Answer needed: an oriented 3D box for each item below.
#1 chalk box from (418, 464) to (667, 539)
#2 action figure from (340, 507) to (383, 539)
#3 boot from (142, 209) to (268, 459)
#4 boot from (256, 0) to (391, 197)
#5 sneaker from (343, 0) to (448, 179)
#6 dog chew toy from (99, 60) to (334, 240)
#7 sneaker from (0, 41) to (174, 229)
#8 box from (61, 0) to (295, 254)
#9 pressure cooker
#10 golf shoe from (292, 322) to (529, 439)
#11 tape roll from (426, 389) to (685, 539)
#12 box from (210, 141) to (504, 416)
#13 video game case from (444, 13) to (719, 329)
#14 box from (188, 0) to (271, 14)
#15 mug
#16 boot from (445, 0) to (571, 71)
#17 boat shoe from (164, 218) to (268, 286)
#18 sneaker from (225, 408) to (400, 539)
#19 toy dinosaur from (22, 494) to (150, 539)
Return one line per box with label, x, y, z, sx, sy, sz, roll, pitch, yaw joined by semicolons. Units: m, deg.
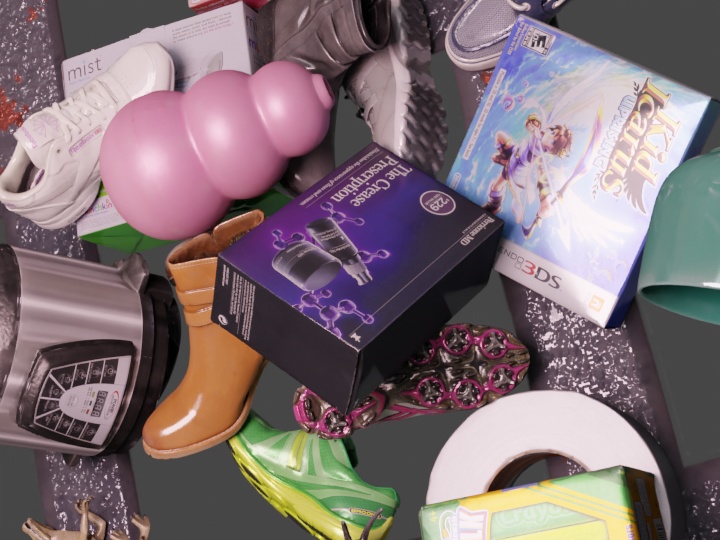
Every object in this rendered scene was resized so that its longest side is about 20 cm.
chalk box;0.119;0.223;0.968;0.198;0.124;0.126;-16;74;19
action figure;0.005;0.291;1.068;0.102;0.118;0.203;-12;90;55
boot;-0.124;0.055;1.122;0.199;0.156;0.077;-32;39;-6
boot;-0.027;-0.170;1.148;0.131;0.069;0.203;-22;73;43
sneaker;0.025;-0.152;1.190;0.081;0.074;0.203;-17;65;31
dog chew toy;-0.114;-0.107;1.105;0.198;0.124;0.126;-24;71;12
sneaker;-0.239;-0.120;1.168;0.200;0.099;0.075;-49;64;8
box;-0.167;-0.129;1.243;0.198;0.097;0.179;-15;74;20
pressure cooker;-0.258;0.073;1.194;0.175;0.198;0.181;-28;56;49
golf shoe;0.043;0.087;1.119;0.197;0.092;0.074;-13;88;5
tape roll;0.153;0.197;1.062;0.198;0.066;0.203;-4;78;22
box;0.000;0.000;1.057;0.140;0.200;0.079;34;138;19
video game case;0.171;-0.082;1.100;0.180;0.045;0.202;28;102;24
box;-0.059;-0.299;1.230;0.198;0.095;0.101;-15;74;20
mug;0.302;-0.021;1.007;0.151;0.184;0.116;4;78;48
boot;0.145;-0.252;1.136;0.199;0.090;0.073;-37;68;13
boat shoe;-0.086;-0.006;1.200;0.198;0.076;0.073;-13;77;22
sneaker;-0.045;0.171;1.160;0.199;0.074;0.084;35;68;28
toy dinosaur;-0.230;0.274;1.228;0.200;0.058;0.102;39;111;32
